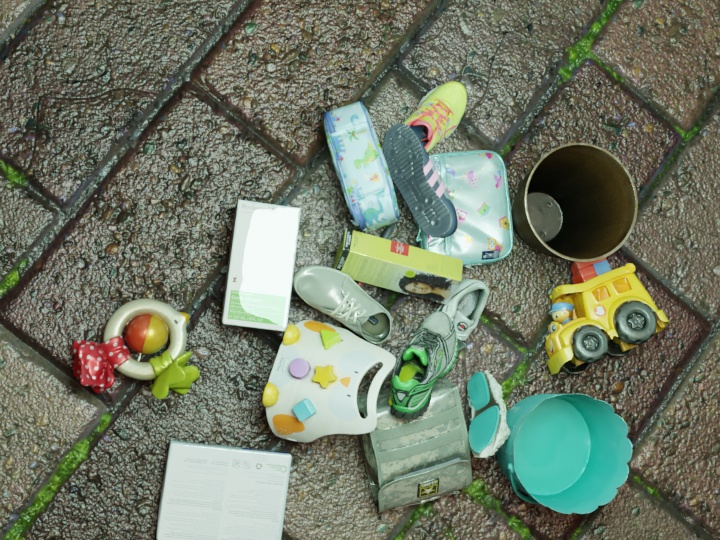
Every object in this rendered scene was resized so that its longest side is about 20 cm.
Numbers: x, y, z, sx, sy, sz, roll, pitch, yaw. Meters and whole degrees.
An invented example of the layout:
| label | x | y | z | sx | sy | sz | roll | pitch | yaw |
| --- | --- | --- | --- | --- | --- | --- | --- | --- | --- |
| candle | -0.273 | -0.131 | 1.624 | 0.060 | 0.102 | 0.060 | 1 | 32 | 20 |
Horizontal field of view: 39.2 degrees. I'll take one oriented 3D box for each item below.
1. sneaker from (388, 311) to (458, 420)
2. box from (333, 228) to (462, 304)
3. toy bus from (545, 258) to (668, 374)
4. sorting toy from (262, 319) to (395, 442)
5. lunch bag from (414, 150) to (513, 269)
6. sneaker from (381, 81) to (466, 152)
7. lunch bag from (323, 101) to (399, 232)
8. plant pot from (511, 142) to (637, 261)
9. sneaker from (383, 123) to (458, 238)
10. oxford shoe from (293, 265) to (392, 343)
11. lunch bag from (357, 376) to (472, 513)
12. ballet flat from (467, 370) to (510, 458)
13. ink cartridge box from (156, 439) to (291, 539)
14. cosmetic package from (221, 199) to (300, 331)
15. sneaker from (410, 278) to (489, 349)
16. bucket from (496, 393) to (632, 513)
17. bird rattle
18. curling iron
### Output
| label | x | y | z | sx | sy | sz | roll | pitch | yaw |
| --- | --- | --- | --- | --- | --- | --- | --- | --- | --- |
| sneaker | 0.103 | 0.136 | 1.577 | 0.078 | 0.085 | 0.200 | 13 | 47 | 15 |
| box | 0.060 | -0.006 | 1.642 | 0.200 | 0.075 | 0.050 | 15 | 51 | -6 |
| toy bus | 0.387 | 0.062 | 1.710 | 0.200 | 0.136 | 0.192 | -22 | 77 | -9 |
| sorting toy | -0.041 | 0.173 | 1.576 | 0.180 | 0.107 | 0.200 | 10 | 72 | 23 |
| lunch bag | 0.169 | -0.099 | 1.700 | 0.160 | 0.077 | 0.200 | -4 | 86 | -11 |
| sneaker | 0.116 | -0.243 | 1.695 | 0.078 | 0.090 | 0.200 | 40 | 78 | -4 |
| lunch bag | 0.001 | -0.163 | 1.633 | 0.082 | 0.161 | 0.200 | -18 | 89 | 2 |
| plant pot | 0.326 | -0.098 | 1.666 | 0.187 | 0.200 | 0.187 | 1 | 85 | -11 |
| sneaker | 0.098 | -0.141 | 1.628 | 0.070 | 0.082 | 0.200 | -26 | 77 | 20 |
| oxford shoe | -0.021 | 0.056 | 1.630 | 0.200 | 0.058 | 0.075 | 35 | 103 | -27 |
| lunch bag | 0.088 | 0.289 | 1.635 | 0.164 | 0.118 | 0.200 | -14 | 103 | -11 |
| ballet flat | 0.215 | 0.239 | 1.637 | 0.072 | 0.200 | 0.072 | 2 | 123 | 3 |
| ink cartridge box | -0.220 | 0.380 | 1.610 | 0.199 | 0.041 | 0.200 | 9 | 84 | -10 |
| cosmetic package | -0.161 | -0.006 | 1.628 | 0.108 | 0.085 | 0.200 | 6 | 86 | -9 |
| sneaker | 0.146 | 0.097 | 1.677 | 0.074 | 0.089 | 0.200 | 33 | 82 | -8 |
| bucket | 0.328 | 0.296 | 1.669 | 0.207 | 0.135 | 0.207 | 1 | 86 | -10 |
| bird rattle | -0.351 | 0.125 | 1.597 | 0.200 | 0.113 | 0.163 | 12 | 72 | 4 |
| curling iron | 0.000 | 0.000 | 1.685 | 0.050 | 0.026 | 0.200 | 39 | 80 | -14 |
